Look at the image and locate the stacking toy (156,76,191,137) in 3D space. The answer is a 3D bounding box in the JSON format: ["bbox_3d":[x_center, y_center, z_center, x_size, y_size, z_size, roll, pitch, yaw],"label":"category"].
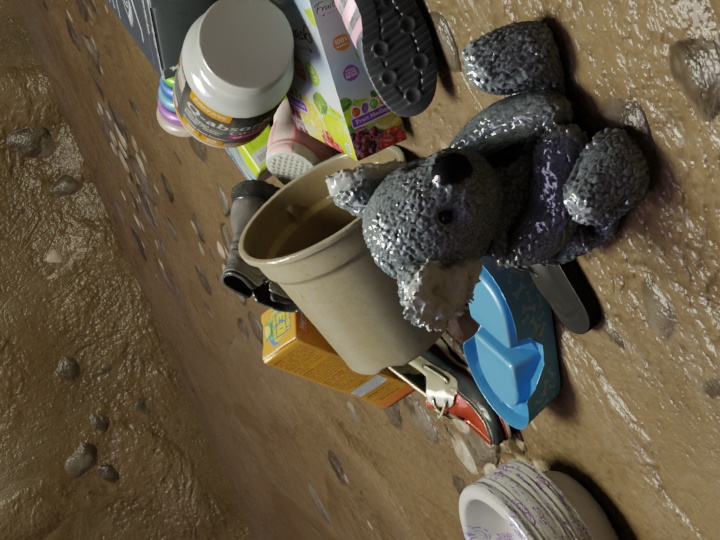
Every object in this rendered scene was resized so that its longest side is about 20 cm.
[{"bbox_3d":[-0.250,-0.288,1.873,0.086,0.085,0.201,53,153,30],"label":"stacking toy"}]

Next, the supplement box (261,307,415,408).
[{"bbox_3d":[-0.022,0.096,1.546,0.069,0.198,0.067,-36,46,37],"label":"supplement box"}]

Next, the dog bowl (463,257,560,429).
[{"bbox_3d":[0.142,0.058,1.260,0.111,0.049,0.202,43,154,49],"label":"dog bowl"}]

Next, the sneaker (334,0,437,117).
[{"bbox_3d":[0.015,-0.238,1.200,0.082,0.069,0.203,-120,9,-81],"label":"sneaker"}]

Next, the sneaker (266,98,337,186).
[{"bbox_3d":[-0.048,-0.123,1.532,0.201,0.074,0.106,53,-148,-52],"label":"sneaker"}]

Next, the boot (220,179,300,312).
[{"bbox_3d":[-0.068,-0.011,1.484,0.070,0.198,0.134,-34,48,53],"label":"boot"}]

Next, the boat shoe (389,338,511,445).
[{"bbox_3d":[0.095,0.134,1.481,0.200,0.062,0.072,46,154,41],"label":"boat shoe"}]

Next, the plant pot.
[{"bbox_3d":[0.000,0.000,1.392,0.185,0.200,0.200,59,166,-25],"label":"plant pot"}]

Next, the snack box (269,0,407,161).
[{"bbox_3d":[-0.039,-0.230,1.340,0.168,0.067,0.202,34,145,60],"label":"snack box"}]

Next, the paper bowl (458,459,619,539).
[{"bbox_3d":[0.195,0.288,1.343,0.202,0.103,0.202,54,161,29],"label":"paper bowl"}]

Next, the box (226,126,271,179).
[{"bbox_3d":[-0.150,-0.175,1.668,0.123,0.047,0.200,55,172,-2],"label":"box"}]

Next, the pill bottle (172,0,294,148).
[{"bbox_3d":[-0.129,-0.202,1.339,0.118,0.115,0.200,62,166,2],"label":"pill bottle"}]

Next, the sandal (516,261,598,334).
[{"bbox_3d":[0.139,-0.029,1.148,0.202,0.045,0.075,61,163,9],"label":"sandal"}]

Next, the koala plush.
[{"bbox_3d":[0.087,-0.051,1.011,0.178,0.198,0.184,55,161,22],"label":"koala plush"}]

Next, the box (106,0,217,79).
[{"bbox_3d":[-0.267,-0.378,1.723,0.201,0.103,0.149,53,160,29],"label":"box"}]
